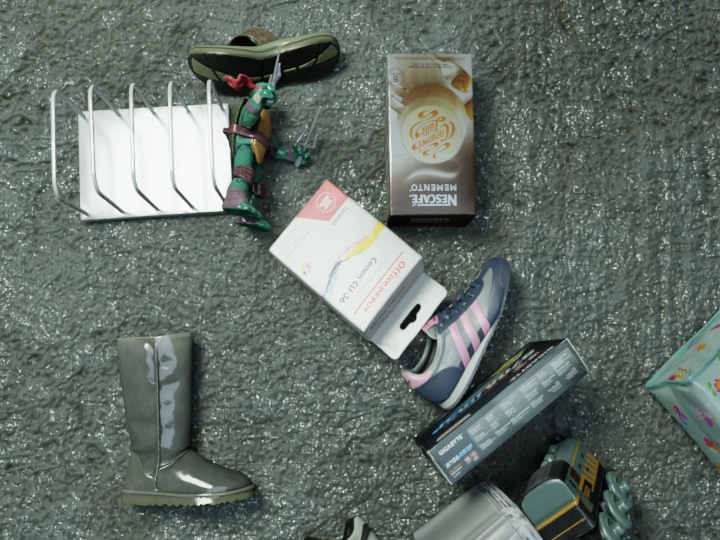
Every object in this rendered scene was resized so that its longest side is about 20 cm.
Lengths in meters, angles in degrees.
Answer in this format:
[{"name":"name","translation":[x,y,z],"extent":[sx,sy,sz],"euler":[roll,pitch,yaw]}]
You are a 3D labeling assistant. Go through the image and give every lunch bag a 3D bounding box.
[{"name":"lunch bag","translation":[0.487,0.136,0.853],"extent":[0.199,0.122,0.171],"euler":[-39,84,-14]}]

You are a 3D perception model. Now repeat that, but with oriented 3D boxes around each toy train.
[{"name":"toy train","translation":[0.249,0.260,0.799],"extent":[0.085,0.199,0.115],"euler":[-41,81,24]}]

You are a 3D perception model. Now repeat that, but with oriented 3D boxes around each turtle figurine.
[{"name":"turtle figurine","translation":[-0.120,-0.159,0.859],"extent":[0.098,0.149,0.206],"euler":[7,80,24]}]

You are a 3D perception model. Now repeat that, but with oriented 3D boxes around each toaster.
[{"name":"toaster","translation":[0.136,0.322,0.776],"extent":[0.128,0.200,0.114],"euler":[-39,88,-5]}]

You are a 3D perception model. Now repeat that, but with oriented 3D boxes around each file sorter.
[{"name":"file sorter","translation":[-0.263,-0.148,0.851],"extent":[0.194,0.125,0.143],"euler":[-4,83,-2]}]

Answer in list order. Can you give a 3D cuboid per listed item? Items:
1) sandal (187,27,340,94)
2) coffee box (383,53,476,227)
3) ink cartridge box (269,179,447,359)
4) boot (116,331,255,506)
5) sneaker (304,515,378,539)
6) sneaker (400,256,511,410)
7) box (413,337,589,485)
[{"name":"sandal","translation":[-0.125,-0.279,0.903],"extent":[0.195,0.080,0.059],"euler":[-10,67,-10]},{"name":"coffee box","translation":[0.087,-0.163,0.888],"extent":[0.111,0.080,0.206],"euler":[-1,84,-2]},{"name":"ink cartridge box","translation":[0.000,0.000,0.853],"extent":[0.199,0.068,0.117],"euler":[39,83,15]},{"name":"boot","translation":[-0.214,0.179,0.852],"extent":[0.176,0.073,0.206],"euler":[1,77,-4]},{"name":"sneaker","translation":[-0.061,0.365,0.817],"extent":[0.197,0.076,0.089],"euler":[-23,74,-31]},{"name":"sneaker","translation":[0.120,0.065,0.865],"extent":[0.081,0.070,0.204],"euler":[26,82,-11]},{"name":"box","translation":[0.157,0.160,0.816],"extent":[0.198,0.159,0.046],"euler":[-38,85,-5]}]
